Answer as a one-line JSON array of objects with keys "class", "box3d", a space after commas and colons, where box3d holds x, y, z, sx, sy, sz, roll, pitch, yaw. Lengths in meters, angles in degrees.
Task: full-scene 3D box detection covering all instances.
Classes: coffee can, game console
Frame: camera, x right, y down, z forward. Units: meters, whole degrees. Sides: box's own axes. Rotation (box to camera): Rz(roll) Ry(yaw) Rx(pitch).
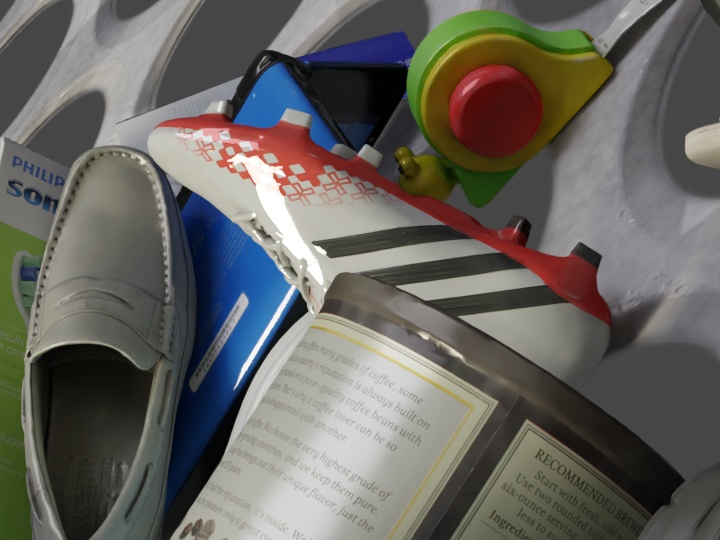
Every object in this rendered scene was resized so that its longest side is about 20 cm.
[{"class": "coffee can", "box3d": [-0.001, 0.123, 0.835, 0.200, 0.146, 0.146, -56, 22, -8]}, {"class": "game console", "box3d": [-0.036, 0.011, 1.140, 0.200, 0.118, 0.171, -59, 36, 20]}]

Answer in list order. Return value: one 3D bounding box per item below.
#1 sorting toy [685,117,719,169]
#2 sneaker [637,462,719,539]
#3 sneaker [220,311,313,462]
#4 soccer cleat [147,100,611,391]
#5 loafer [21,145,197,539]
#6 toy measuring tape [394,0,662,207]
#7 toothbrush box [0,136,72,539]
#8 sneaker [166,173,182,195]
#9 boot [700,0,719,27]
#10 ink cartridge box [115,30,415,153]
[{"class": "sorting toy", "box3d": [0.220, -0.121, 0.837, 0.180, 0.107, 0.201, -8, 62, 44]}, {"class": "sneaker", "box3d": [0.159, 0.051, 0.747, 0.091, 0.076, 0.200, 19, 80, 57]}, {"class": "sneaker", "box3d": [-0.007, 0.098, 0.985, 0.130, 0.079, 0.200, 7, 65, 61]}, {"class": "soccer cleat", "box3d": [0.000, 0.000, 0.980, 0.069, 0.200, 0.085, 80, -146, -78]}, {"class": "loafer", "box3d": [-0.104, 0.035, 1.042, 0.070, 0.070, 0.201, 84, -176, -67]}, {"class": "toy measuring tape", "box3d": [0.080, -0.109, 1.124, 0.200, 0.074, 0.074, -48, 22, 13]}, {"class": "toothbrush box", "box3d": [-0.180, 0.064, 1.125, 0.145, 0.086, 0.200, -25, 46, 47]}, {"class": "sneaker", "box3d": [-0.115, 0.049, 1.286, 0.200, 0.074, 0.116, -64, 25, -4]}, {"class": "boot", "box3d": [0.152, -0.176, 0.968, 0.073, 0.154, 0.204, -27, 33, 47]}, {"class": "ink cartridge box", "box3d": [-0.041, -0.087, 1.308, 0.099, 0.039, 0.200, -18, 4, -32]}]
